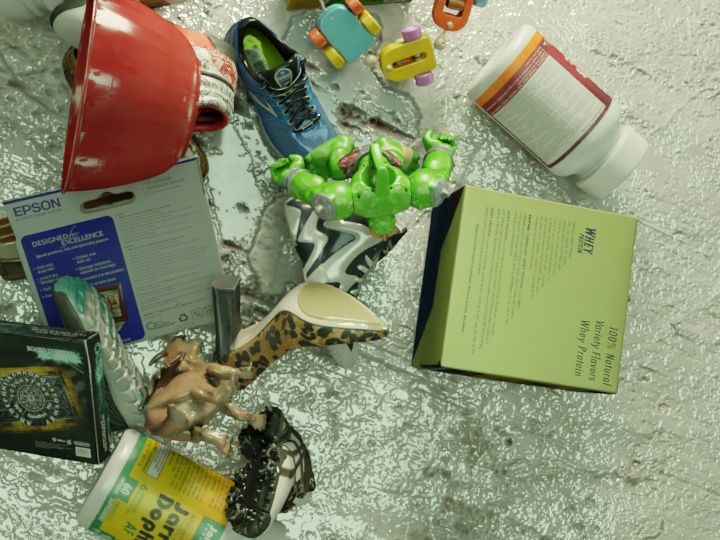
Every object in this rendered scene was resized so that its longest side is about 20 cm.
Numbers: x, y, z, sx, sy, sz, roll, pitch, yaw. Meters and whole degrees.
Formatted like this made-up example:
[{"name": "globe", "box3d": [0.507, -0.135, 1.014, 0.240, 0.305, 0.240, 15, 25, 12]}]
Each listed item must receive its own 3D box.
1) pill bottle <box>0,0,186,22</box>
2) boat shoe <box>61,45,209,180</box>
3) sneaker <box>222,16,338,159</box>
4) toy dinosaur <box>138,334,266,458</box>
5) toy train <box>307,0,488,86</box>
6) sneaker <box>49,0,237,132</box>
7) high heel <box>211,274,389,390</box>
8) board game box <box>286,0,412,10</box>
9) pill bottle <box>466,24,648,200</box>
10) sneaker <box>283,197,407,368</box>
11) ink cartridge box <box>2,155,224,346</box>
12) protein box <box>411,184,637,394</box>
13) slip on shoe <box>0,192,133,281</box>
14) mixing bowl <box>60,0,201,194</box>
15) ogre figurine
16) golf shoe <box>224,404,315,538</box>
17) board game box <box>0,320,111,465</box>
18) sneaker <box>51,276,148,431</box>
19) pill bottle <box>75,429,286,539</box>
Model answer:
[{"name": "pill bottle", "box3d": [-0.284, -0.322, 1.106, 0.200, 0.114, 0.115, -8, 87, 11]}, {"name": "boat shoe", "box3d": [-0.247, -0.165, 1.147, 0.200, 0.068, 0.072, 41, 78, -7]}, {"name": "sneaker", "box3d": [-0.087, -0.193, 1.170, 0.079, 0.089, 0.200, -36, 93, -10]}, {"name": "toy dinosaur", "box3d": [-0.178, 0.132, 1.056, 0.135, 0.200, 0.086, 3, 101, 13]}, {"name": "toy train", "box3d": [0.038, -0.293, 1.203, 0.200, 0.056, 0.150, 5, 112, -12]}, {"name": "sneaker", "box3d": [-0.222, -0.207, 1.091, 0.201, 0.067, 0.108, 13, 57, -27]}, {"name": "high heel", "box3d": [-0.064, 0.084, 1.123, 0.200, 0.071, 0.143, 11, 125, 16]}, {"name": "board game box", "box3d": [-0.022, -0.410, 1.224, 0.153, 0.040, 0.200, -7, 87, -12]}, {"name": "pill bottle", "box3d": [0.230, -0.180, 1.222, 0.200, 0.110, 0.110, 40, 80, -6]}, {"name": "sneaker", "box3d": [0.000, 0.000, 1.177, 0.129, 0.079, 0.199, -16, 79, -4]}, {"name": "ink cartridge box", "box3d": [-0.247, -0.015, 1.101, 0.197, 0.047, 0.200, -14, 120, -11]}, {"name": "protein box", "box3d": [0.180, 0.027, 1.184, 0.200, 0.135, 0.199, 9, 83, -10]}, {"name": "slip on shoe", "box3d": [-0.298, -0.039, 1.135, 0.200, 0.076, 0.061, -19, 129, -20]}, {"name": "mixing bowl", "box3d": [-0.213, -0.161, 0.988, 0.108, 0.200, 0.200, 9, 84, -19]}, {"name": "ogre figurine", "box3d": [0.011, -0.098, 1.119, 0.200, 0.120, 0.098, 8, 120, -16]}, {"name": "golf shoe", "box3d": [-0.081, 0.220, 1.092, 0.078, 0.200, 0.095, -38, 107, 17]}, {"name": "board game box", "box3d": [-0.349, 0.117, 1.057, 0.200, 0.028, 0.135, 6, 109, 17]}, {"name": "sneaker", "box3d": [-0.286, 0.099, 1.085, 0.091, 0.078, 0.200, -17, 122, -2]}, {"name": "pill bottle", "box3d": [-0.184, 0.260, 1.105, 0.200, 0.113, 0.113, 30, 81, -8]}]
